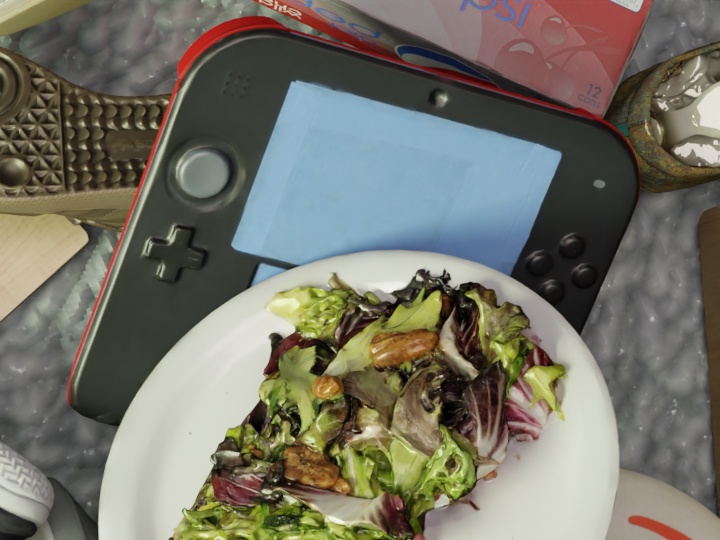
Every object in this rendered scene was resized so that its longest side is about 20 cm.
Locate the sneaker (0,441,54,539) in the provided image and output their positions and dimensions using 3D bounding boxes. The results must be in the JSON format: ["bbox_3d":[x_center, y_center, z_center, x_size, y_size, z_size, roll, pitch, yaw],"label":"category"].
[{"bbox_3d":[-0.227,0.095,1.097,0.199,0.076,0.114,19,74,11],"label":"sneaker"}]

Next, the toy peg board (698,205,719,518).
[{"bbox_3d":[0.227,0.062,1.119,0.097,0.200,0.200,-2,84,-19],"label":"toy peg board"}]

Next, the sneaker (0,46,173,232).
[{"bbox_3d":[-0.115,-0.040,1.151,0.199,0.076,0.071,7,65,-4],"label":"sneaker"}]

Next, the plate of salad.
[{"bbox_3d":[-0.005,0.072,1.037,0.199,0.048,0.201,-9,55,13],"label":"plate of salad"}]

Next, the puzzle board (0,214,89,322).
[{"bbox_3d":[-0.235,-0.002,1.170,0.200,0.017,0.151,-42,90,-6],"label":"puzzle board"}]

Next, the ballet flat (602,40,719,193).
[{"bbox_3d":[0.198,-0.079,1.187,0.199,0.071,0.071,-16,86,-6],"label":"ballet flat"}]

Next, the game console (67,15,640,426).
[{"bbox_3d":[0.000,0.000,1.125,0.199,0.031,0.178,15,106,-21],"label":"game console"}]

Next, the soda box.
[{"bbox_3d":[0.018,-0.124,1.174,0.199,0.070,0.064,25,82,-1],"label":"soda box"}]

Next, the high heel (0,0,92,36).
[{"bbox_3d":[-0.121,-0.181,1.102,0.199,0.071,0.143,-29,88,13],"label":"high heel"}]

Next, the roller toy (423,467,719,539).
[{"bbox_3d":[0.072,0.169,1.093,0.182,0.140,0.200,-32,88,-28],"label":"roller toy"}]

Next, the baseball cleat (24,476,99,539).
[{"bbox_3d":[-0.069,0.162,1.151,0.106,0.070,0.201,-27,90,-22],"label":"baseball cleat"}]
